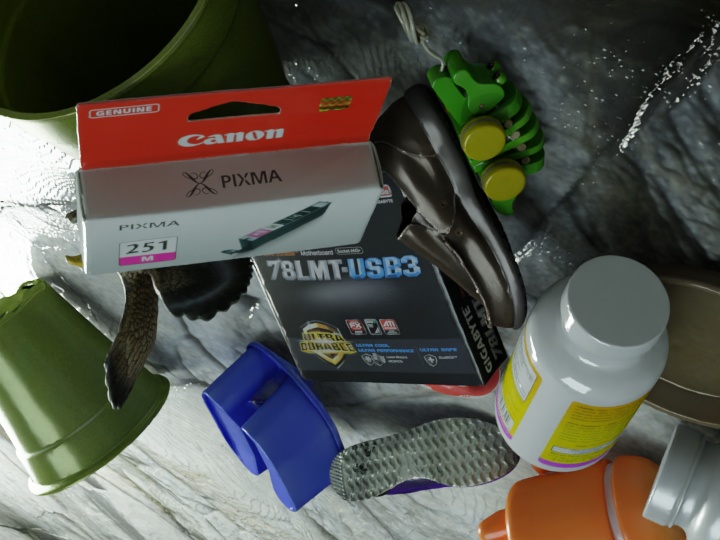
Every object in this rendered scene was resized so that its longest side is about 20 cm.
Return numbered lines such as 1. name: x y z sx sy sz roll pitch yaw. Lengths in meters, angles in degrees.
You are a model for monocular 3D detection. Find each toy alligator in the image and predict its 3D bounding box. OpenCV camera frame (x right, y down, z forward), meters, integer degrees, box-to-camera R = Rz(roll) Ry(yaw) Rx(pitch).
1. toy alligator: 0.084 -0.113 0.917 0.054 0.059 0.200 -26 133 7

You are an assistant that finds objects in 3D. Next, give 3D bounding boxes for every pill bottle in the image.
1. pill bottle: 0.343 0.203 1.133 0.200 0.113 0.112 22 151 13
2. pill bottle: 0.167 0.069 1.021 0.104 0.104 0.200 24 151 7

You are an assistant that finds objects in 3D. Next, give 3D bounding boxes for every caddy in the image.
1. caddy: -0.079 0.160 1.442 0.141 0.105 0.200 38 160 33

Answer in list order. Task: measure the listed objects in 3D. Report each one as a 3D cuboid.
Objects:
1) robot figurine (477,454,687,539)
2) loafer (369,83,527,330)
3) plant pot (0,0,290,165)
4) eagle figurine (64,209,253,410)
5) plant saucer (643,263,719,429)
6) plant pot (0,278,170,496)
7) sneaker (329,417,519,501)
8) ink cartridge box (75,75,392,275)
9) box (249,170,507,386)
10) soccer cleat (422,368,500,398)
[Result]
1. robot figurine: 0.213 0.239 1.265 0.200 0.144 0.117 -18 136 22
2. loafer: 0.060 -0.038 0.994 0.071 0.073 0.200 -25 110 8
3. plant pot: -0.139 -0.138 0.947 0.200 0.201 0.193 10 157 30
4. eagle figurine: -0.183 0.004 1.175 0.200 0.151 0.152 58 159 24
5. plant saucer: 0.260 0.058 1.059 0.200 0.029 0.200 21 150 13
6. plant pot: -0.352 0.118 1.548 0.200 0.200 0.190 -11 121 49
7. sneaker: 0.076 0.189 1.398 0.200 0.070 0.099 -11 171 25
8. ink cartridge box: -0.083 -0.058 0.892 0.200 0.044 0.174 -7 160 -13
9. box: 0.000 0.000 1.114 0.200 0.050 0.199 -1 123 40
10. soccer cleat: 0.036 0.066 1.231 0.200 0.069 0.085 22 156 18
